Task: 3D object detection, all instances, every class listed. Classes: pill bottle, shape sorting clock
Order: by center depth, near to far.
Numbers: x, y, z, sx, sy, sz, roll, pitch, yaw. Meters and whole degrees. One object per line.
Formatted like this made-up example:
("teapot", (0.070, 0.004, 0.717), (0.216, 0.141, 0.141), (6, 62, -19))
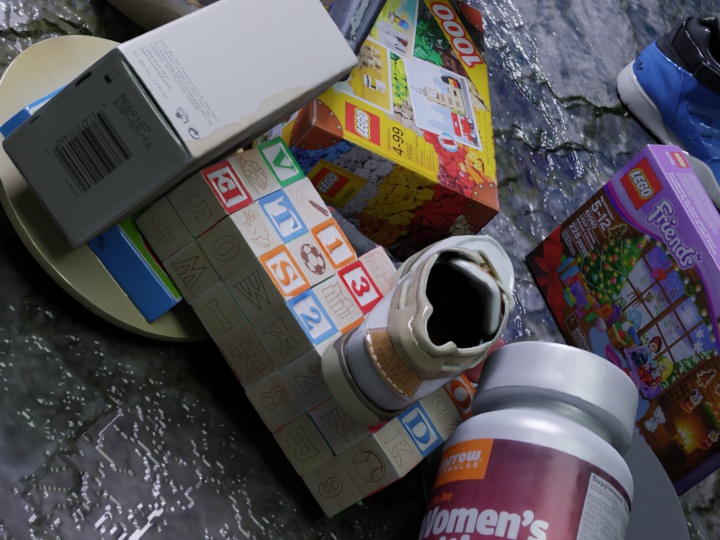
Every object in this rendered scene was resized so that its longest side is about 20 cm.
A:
("pill bottle", (0.087, 0.146, 0.917), (0.110, 0.110, 0.200), (29, 59, -19))
("shape sorting clock", (-0.132, -0.049, 0.988), (0.200, 0.039, 0.200), (33, 39, -32))

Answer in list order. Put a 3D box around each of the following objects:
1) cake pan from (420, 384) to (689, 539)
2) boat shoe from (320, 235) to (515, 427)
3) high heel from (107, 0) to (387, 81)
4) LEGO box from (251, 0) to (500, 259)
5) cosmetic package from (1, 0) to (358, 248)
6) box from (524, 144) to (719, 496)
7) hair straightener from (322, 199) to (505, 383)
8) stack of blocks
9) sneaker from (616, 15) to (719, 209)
("cake pan", (0.128, 0.148, 1.050), (0.200, 0.037, 0.200), (24, 44, -25))
("boat shoe", (0.052, 0.024, 0.955), (0.075, 0.068, 0.200), (53, 32, -5))
("high heel", (-0.064, -0.204, 1.088), (0.200, 0.071, 0.143), (17, 69, 21))
("LEGO box", (0.009, -0.118, 1.147), (0.149, 0.077, 0.200), (23, 43, -26))
("cosmetic package", (-0.095, -0.095, 0.946), (0.073, 0.104, 0.200), (56, 34, -3))
("box", (0.205, 0.035, 1.140), (0.039, 0.137, 0.200), (-2, 57, -43))
("hair straightener", (0.000, 0.000, 1.060), (0.200, 0.041, 0.077), (35, -5, -19))
("stack of blocks", (-0.026, 0.026, 0.969), (0.200, 0.059, 0.115), (57, 32, 1))
("sneaker", (0.318, -0.124, 1.403), (0.200, 0.111, 0.077), (47, 38, 2))
